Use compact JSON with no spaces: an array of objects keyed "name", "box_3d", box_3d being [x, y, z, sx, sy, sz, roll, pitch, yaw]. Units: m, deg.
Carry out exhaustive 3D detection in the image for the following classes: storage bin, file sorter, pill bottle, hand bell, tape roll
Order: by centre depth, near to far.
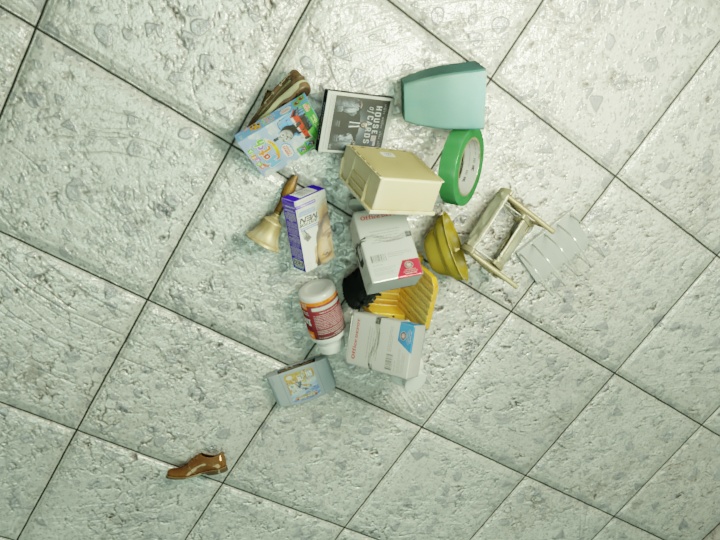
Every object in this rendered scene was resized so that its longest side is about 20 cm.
[{"name":"storage bin","box_3d":[0.072,-0.231,1.499,0.197,0.199,0.095,-2,126,-31]},{"name":"tape roll","box_3d":[0.263,-0.272,1.551,0.047,0.200,0.204,15,120,28]},{"name":"hand bell","box_3d":[-0.215,-0.160,1.586,0.103,0.104,0.203,27,96,-21]},{"name":"pill bottle","box_3d":[-0.104,0.136,1.718,0.111,0.113,0.203,-15,117,-2]},{"name":"file sorter","box_3d":[0.588,-0.045,1.749,0.199,0.125,0.139,-38,115,10]},{"name":"pill bottle","box_3d":[0.115,0.258,1.756,0.109,0.201,0.112,-16,132,-19]}]

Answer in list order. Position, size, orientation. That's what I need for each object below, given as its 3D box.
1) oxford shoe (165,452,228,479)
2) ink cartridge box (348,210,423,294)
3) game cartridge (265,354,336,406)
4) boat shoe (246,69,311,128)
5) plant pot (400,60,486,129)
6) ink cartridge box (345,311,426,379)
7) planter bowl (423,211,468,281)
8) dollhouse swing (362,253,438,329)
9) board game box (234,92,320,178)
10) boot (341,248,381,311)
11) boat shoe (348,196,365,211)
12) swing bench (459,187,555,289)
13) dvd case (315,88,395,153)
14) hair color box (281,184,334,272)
[{"name":"oxford shoe","box_3d":[-0.527,0.623,1.914,0.196,0.071,0.073,-11,89,-5]},{"name":"ink cartridge box","box_3d":[0.064,-0.056,1.570,0.142,0.204,0.084,-10,160,-14]},{"name":"game cartridge","box_3d":[-0.179,0.346,1.849,0.196,0.042,0.135,-19,113,-1]},{"name":"boat shoe","box_3d":[-0.211,-0.412,1.473,0.201,0.075,0.076,-36,79,17]},{"name":"plant pot","box_3d":[0.201,-0.434,1.490,0.195,0.142,0.144,-3,116,0]},{"name":"ink cartridge box","box_3d":[0.069,0.204,1.659,0.197,0.084,0.148,11,92,30]},{"name":"planter bowl","box_3d":[0.228,-0.053,1.654,0.082,0.202,0.202,-19,119,18]},{"name":"dollhouse swing","box_3d":[0.102,0.060,1.684,0.178,0.177,0.204,5,116,-13]},{"name":"board game box","box_3d":[-0.191,-0.331,1.484,0.197,0.037,0.152,-29,149,5]},{"name":"boot","box_3d":[0.000,-0.001,1.676,0.072,0.201,0.162,-6,153,-39]},{"name":"boat shoe","box_3d":[0.062,-0.196,1.621,0.195,0.071,0.065,-2,79,-9]},{"name":"swing bench","box_3d":[0.397,-0.096,1.669,0.199,0.130,0.201,35,92,-21]},{"name":"dvd case","box_3d":[-0.012,-0.370,1.507,0.196,0.025,0.153,-3,118,-31]},{"name":"hair color box","box_3d":[-0.137,-0.112,1.596,0.108,0.064,0.204,-29,125,-36]}]
